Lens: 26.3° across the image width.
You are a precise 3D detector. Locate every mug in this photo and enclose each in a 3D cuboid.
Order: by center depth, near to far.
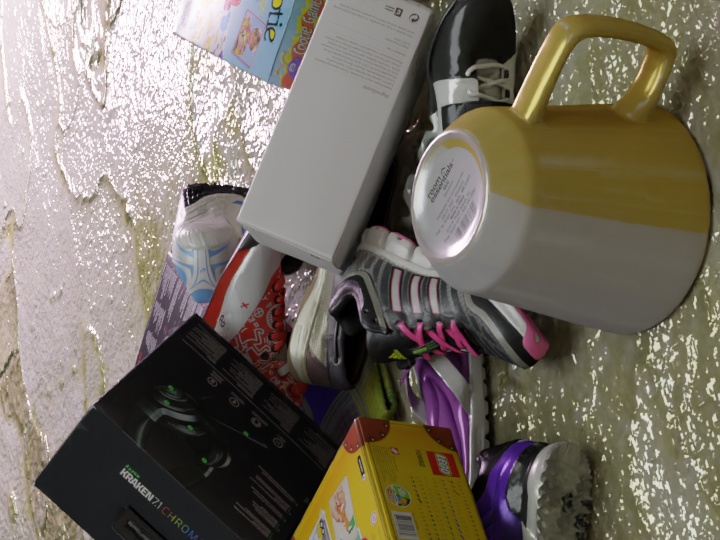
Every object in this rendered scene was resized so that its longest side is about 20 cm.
[{"bbox_3d":[0.117,-0.058,0.980,0.149,0.151,0.190,-6,81,58],"label":"mug"}]

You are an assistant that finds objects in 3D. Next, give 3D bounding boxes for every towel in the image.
[{"bbox_3d":[-0.035,0.127,1.319,0.201,0.023,0.145,-55,42,39],"label":"towel"}]

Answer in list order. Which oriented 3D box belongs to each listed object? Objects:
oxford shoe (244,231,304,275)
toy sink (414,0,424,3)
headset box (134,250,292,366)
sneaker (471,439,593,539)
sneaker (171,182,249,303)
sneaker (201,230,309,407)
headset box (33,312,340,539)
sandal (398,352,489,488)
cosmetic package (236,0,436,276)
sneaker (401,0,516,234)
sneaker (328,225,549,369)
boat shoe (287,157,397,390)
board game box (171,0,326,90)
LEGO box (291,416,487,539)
[{"bbox_3d":[-0.029,-0.067,1.300,0.058,0.075,0.200,50,129,13],"label":"oxford shoe"},{"bbox_3d":[0.041,-0.320,1.169,0.200,0.111,0.132,-41,53,48],"label":"toy sink"},{"bbox_3d":[-0.137,0.089,1.409,0.200,0.074,0.150,40,115,60],"label":"headset box"},{"bbox_3d":[0.091,0.211,1.039,0.099,0.069,0.203,4,74,45],"label":"sneaker"},{"bbox_3d":[-0.135,-0.031,1.398,0.200,0.071,0.073,-84,-1,-68],"label":"sneaker"},{"bbox_3d":[-0.078,0.050,1.277,0.203,0.107,0.067,-62,2,15],"label":"sneaker"},{"bbox_3d":[-0.125,0.153,1.167,0.174,0.200,0.093,41,116,0],"label":"headset box"},{"bbox_3d":[0.056,0.085,1.153,0.082,0.049,0.205,-39,54,48],"label":"sandal"},{"bbox_3d":[-0.013,-0.106,1.169,0.108,0.084,0.202,67,-134,-81],"label":"cosmetic package"},{"bbox_3d":[0.089,-0.101,1.109,0.088,0.073,0.203,42,131,51],"label":"sneaker"},{"bbox_3d":[0.049,0.038,1.106,0.199,0.074,0.088,27,74,44],"label":"sneaker"},{"bbox_3d":[0.000,0.000,1.243,0.064,0.072,0.203,16,86,30],"label":"boat shoe"},{"bbox_3d":[-0.066,-0.220,1.328,0.200,0.102,0.106,34,108,54],"label":"board game box"},{"bbox_3d":[0.023,0.222,1.009,0.201,0.076,0.150,-107,35,-45],"label":"LEGO box"}]
